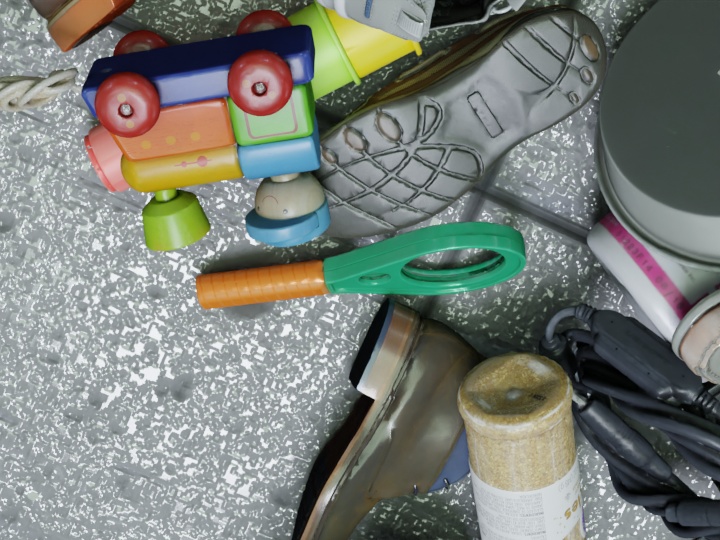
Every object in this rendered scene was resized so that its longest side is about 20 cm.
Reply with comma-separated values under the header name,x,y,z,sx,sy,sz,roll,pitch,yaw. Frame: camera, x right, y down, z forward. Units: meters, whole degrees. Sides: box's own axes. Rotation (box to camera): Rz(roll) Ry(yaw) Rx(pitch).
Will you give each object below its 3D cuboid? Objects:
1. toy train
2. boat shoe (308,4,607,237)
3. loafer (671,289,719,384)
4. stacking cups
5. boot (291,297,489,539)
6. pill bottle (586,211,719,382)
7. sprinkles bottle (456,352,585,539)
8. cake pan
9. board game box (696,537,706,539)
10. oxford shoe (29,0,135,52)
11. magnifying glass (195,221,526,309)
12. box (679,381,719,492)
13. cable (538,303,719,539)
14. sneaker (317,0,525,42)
name,x,y,z,sx,sy,sz,roll,pitch,yaw
toy train,-0.115,-0.062,0.800,0.197,0.085,0.117,-9,116,4
boat shoe,0.049,-0.088,0.857,0.198,0.074,0.076,-28,112,9
loafer,0.255,0.045,0.816,0.198,0.063,0.072,3,132,-40
stacking cups,-0.064,-0.104,0.847,0.198,0.061,0.061,-28,105,2
boot,0.022,0.127,0.907,0.096,0.075,0.202,21,100,-7
pill bottle,0.241,-0.038,0.862,0.199,0.113,0.114,-39,104,5
sprinkles bottle,0.102,0.146,0.890,0.067,0.069,0.202,-13,125,-1
cake pan,0.218,-0.095,0.811,0.199,0.201,0.037,-36,139,5
board game box,0.192,0.271,0.941,0.199,0.105,0.104,-34,105,5
oxford shoe,-0.116,-0.200,0.789,0.199,0.071,0.073,-35,98,27
magnifying glass,0.000,0.000,0.882,0.197,0.080,0.023,-9,70,6
box,0.321,0.108,0.941,0.192,0.048,0.201,-32,104,5
cable,0.183,0.111,0.855,0.051,0.199,0.164,-41,148,-19
sneaker,0.067,-0.165,0.797,0.199,0.082,0.075,-31,150,-32
